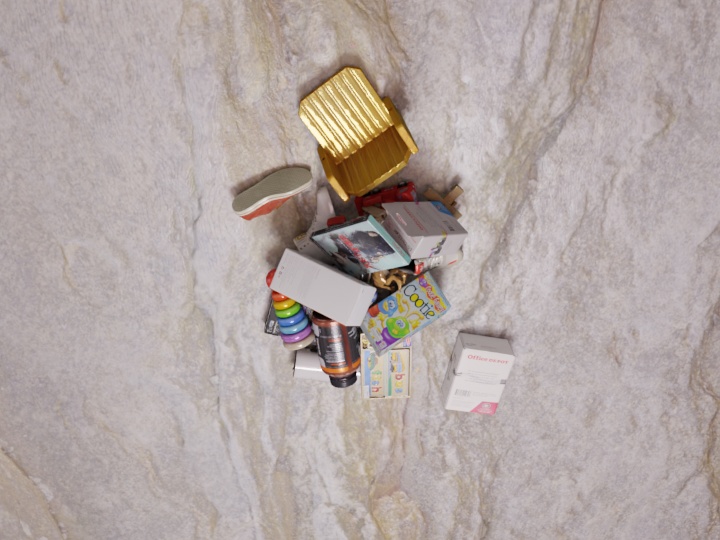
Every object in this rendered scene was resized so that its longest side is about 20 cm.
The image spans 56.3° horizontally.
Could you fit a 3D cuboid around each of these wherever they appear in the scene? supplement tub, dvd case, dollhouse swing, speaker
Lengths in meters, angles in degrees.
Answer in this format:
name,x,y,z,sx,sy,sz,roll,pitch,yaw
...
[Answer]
name,x,y,z,sx,sy,sz,roll,pitch,yaw
supplement tub,-0.056,0.187,1.661,0.105,0.107,0.202,-8,112,1
dvd case,-0.003,-0.049,1.474,0.199,0.022,0.146,-10,133,47
dollhouse swing,-0.016,-0.298,1.442,0.199,0.183,0.176,-32,135,14
speaker,-0.078,0.253,1.767,0.197,0.081,0.082,7,117,-7

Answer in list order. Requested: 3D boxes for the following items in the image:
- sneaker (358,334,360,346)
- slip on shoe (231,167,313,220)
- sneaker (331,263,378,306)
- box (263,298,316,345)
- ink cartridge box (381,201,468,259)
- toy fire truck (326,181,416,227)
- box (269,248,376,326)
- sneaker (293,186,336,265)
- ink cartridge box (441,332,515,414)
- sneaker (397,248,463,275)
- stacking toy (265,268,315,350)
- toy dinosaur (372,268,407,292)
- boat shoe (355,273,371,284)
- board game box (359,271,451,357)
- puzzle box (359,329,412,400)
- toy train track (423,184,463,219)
name,x,y,z,sx,sy,sz,roll,pitch,yaw
sneaker,0.058,0.140,1.709,0.088,0.076,0.200,28,115,-37
slip on shoe,-0.199,-0.175,1.552,0.198,0.075,0.061,-27,151,4
sneaker,-0.053,0.036,1.599,0.197,0.079,0.090,11,110,5
box,-0.144,0.083,1.695,0.158,0.044,0.202,13,116,-10
ink cartridge box,0.130,-0.091,1.493,0.198,0.115,0.068,-6,137,-43
toy fire truck,0.030,-0.136,1.533,0.198,0.142,0.049,-12,119,14
box,-0.082,0.039,1.508,0.198,0.124,0.098,25,92,16
sneaker,-0.107,-0.094,1.589,0.114,0.074,0.202,-11,119,-1
ink cartridge box,0.312,0.277,1.801,0.145,0.083,0.202,9,117,-8
sneaker,0.156,-0.018,1.632,0.197,0.094,0.071,-1,118,-3
stacking toy,-0.177,0.089,1.630,0.084,0.086,0.202,-16,113,5
toy dinosaur,0.051,0.006,1.554,0.105,0.061,0.201,15,150,14
boat shoe,0.000,0.000,1.646,0.062,0.071,0.202,13,119,1
board game box,0.102,0.106,1.619,0.199,0.105,0.104,-31,79,-9
puzzle box,0.065,0.238,1.713,0.131,0.025,0.202,-3,115,-3
toy train track,0.164,-0.136,1.609,0.114,0.033,0.200,35,116,-27
